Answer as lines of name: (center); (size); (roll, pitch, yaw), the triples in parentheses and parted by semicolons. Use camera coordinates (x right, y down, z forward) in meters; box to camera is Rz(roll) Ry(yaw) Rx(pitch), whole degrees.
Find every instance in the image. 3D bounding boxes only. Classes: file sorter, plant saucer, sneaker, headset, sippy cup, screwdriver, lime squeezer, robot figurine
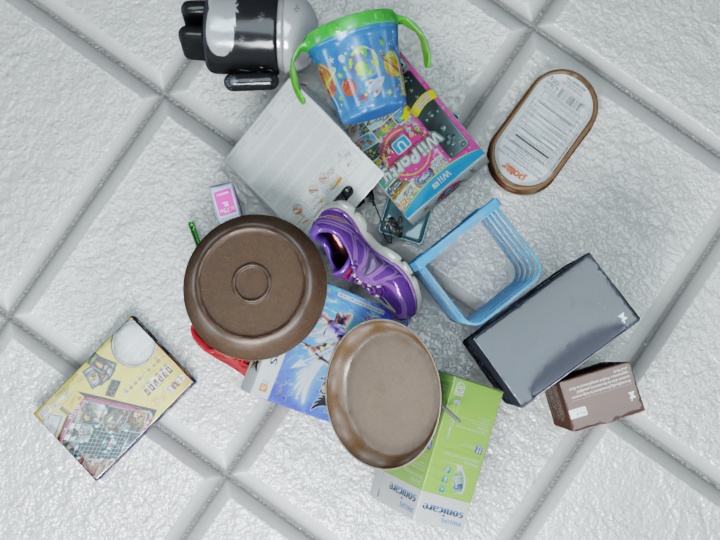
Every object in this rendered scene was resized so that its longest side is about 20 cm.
file sorter: (0.157, -0.004, 1.643); (0.138, 0.200, 0.123); (-37, 90, -2)
plant saucer: (0.086, -0.143, 1.742); (0.069, 0.019, 0.202); (17, 87, 2)
sneaker: (0.000, 0.000, 1.632); (0.200, 0.080, 0.084); (46, 46, -10)
plant saucer: (0.036, 0.166, 1.594); (0.199, 0.032, 0.202); (0, 90, 39)
headset: (-0.026, -0.100, 1.700); (0.199, 0.094, 0.124); (29, 91, 16)
sippy cup: (0.002, -0.277, 1.639); (0.177, 0.139, 0.132); (-18, 90, 27)
screwdriver: (0.082, 0.154, 1.602); (0.028, 0.200, 0.029); (-24, 118, -18)
plant saucer: (-0.145, 0.020, 1.596); (0.198, 0.034, 0.202); (0, 81, 3)
lime squeezer: (-0.208, 0.019, 1.698); (0.037, 0.071, 0.201); (-9, 47, -18)
sneaker: (-0.158, 0.126, 1.677); (0.198, 0.116, 0.079); (22, 87, 4)
robot figurine: (-0.159, -0.343, 1.710); (0.198, 0.125, 0.152); (2, 109, 1)

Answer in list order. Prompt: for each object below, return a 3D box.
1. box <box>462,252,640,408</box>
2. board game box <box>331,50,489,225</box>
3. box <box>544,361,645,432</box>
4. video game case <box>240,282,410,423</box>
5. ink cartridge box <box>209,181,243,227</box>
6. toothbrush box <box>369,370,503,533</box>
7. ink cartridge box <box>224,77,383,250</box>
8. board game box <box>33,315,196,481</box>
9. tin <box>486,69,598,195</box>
box: (0.256, 0.084, 1.632); (0.196, 0.200, 0.118); (-36, 86, -2)
board game box: (0.068, -0.191, 1.706); (0.147, 0.064, 0.200); (-39, 79, 4)
box: (0.315, 0.172, 1.624); (0.099, 0.200, 0.076); (-16, 86, 0)
video game case: (-0.046, 0.116, 1.668); (0.199, 0.045, 0.183); (23, 87, -26)
ink cartridge box: (-0.169, -0.018, 1.686); (0.042, 0.119, 0.202); (-14, 85, -3)
toothbrush box: (0.102, 0.242, 1.641); (0.085, 0.145, 0.202); (20, 85, -24)
ink cartridge box: (-0.076, -0.151, 1.695); (0.200, 0.050, 0.162); (45, 107, 9)
board game box: (-0.355, 0.185, 1.717); (0.200, 0.035, 0.136); (-44, 86, -2)
tin: (0.267, -0.204, 1.735); (0.112, 0.042, 0.201); (36, 87, 7)
